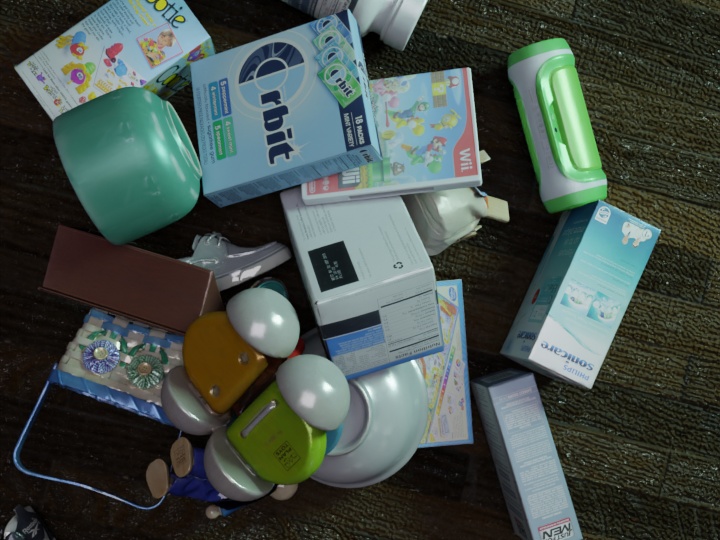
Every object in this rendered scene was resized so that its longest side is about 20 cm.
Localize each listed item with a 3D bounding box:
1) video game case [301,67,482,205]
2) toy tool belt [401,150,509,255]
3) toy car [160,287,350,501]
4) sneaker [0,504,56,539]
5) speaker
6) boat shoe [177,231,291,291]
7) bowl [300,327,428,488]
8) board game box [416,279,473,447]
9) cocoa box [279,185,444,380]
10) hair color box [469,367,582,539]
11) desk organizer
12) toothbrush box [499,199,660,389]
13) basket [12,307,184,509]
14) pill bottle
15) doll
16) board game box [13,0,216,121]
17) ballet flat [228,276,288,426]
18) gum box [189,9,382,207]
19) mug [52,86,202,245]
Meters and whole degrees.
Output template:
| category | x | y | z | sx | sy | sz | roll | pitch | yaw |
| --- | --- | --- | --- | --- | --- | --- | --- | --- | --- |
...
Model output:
| category | x | y | z | sx | sy | sz | roll | pitch | yaw |
| --- | --- | --- | --- | --- | --- | --- | --- | --- | --- |
| video game case | 0.030 | -0.151 | 1.012 | 0.199 | 0.017 | 0.144 | -6 | 69 | 8 |
| toy tool belt | 0.089 | -0.127 | 1.089 | 0.122 | 0.125 | 0.201 | -23 | 76 | -25 |
| toy car | -0.094 | 0.127 | 0.943 | 0.175 | 0.150 | 0.200 | -46 | 69 | 18 |
| sneaker | -0.360 | 0.333 | 1.045 | 0.198 | 0.079 | 0.131 | -5 | 97 | 5 |
| speaker | 0.241 | -0.176 | 1.110 | 0.088 | 0.088 | 0.201 | -14 | 89 | -5 |
| boat shoe | -0.184 | -0.008 | 1.076 | 0.200 | 0.070 | 0.072 | -18 | 95 | -2 |
| bowl | -0.024 | 0.160 | 1.047 | 0.200 | 0.090 | 0.203 | 0 | 89 | 12 |
| board game box | 0.064 | 0.115 | 1.110 | 0.133 | 0.034 | 0.202 | -3 | 88 | -5 |
| cocoa box | 0.000 | 0.000 | 1.013 | 0.133 | 0.201 | 0.132 | -17 | 132 | -4 |
| hair color box | 0.196 | 0.224 | 1.084 | 0.060 | 0.099 | 0.201 | -16 | 89 | -6 |
| desk organizer | -0.250 | 0.012 | 1.018 | 0.199 | 0.072 | 0.078 | 16 | 92 | 13 |
| toothbrush box | 0.256 | 0.030 | 1.073 | 0.085 | 0.146 | 0.201 | 24 | 87 | -3 |
| basket | -0.281 | 0.153 | 1.028 | 0.175 | 0.139 | 0.201 | 16 | 80 | -3 |
| pill bottle | -0.018 | -0.349 | 1.078 | 0.199 | 0.120 | 0.120 | 27 | 86 | -4 |
| doll | -0.139 | 0.235 | 1.026 | 0.136 | 0.200 | 0.049 | -42 | 52 | 17 |
| board game box | -0.280 | -0.242 | 1.061 | 0.200 | 0.103 | 0.105 | -36 | 89 | -5 |
| ballet flat | -0.136 | 0.105 | 1.077 | 0.072 | 0.072 | 0.202 | 13 | 86 | -4 |
| gum box | -0.087 | -0.180 | 1.007 | 0.199 | 0.045 | 0.171 | -14 | 71 | 14 |
| mug | -0.240 | -0.122 | 0.978 | 0.114 | 0.185 | 0.153 | -24 | 111 | 0 |
